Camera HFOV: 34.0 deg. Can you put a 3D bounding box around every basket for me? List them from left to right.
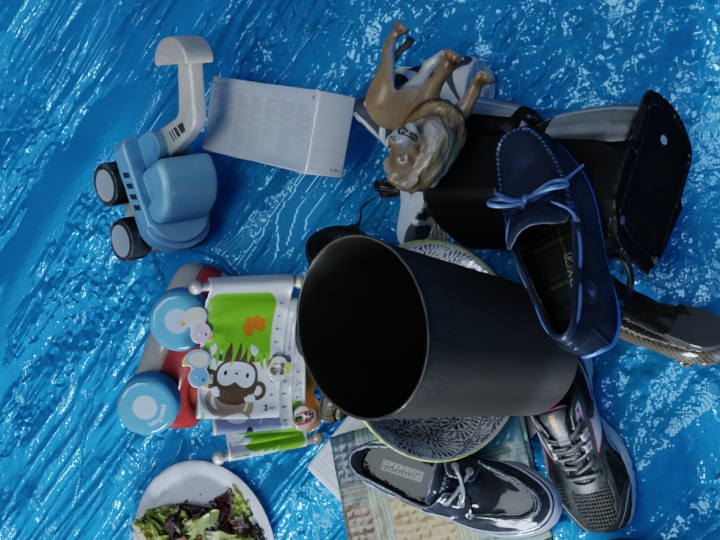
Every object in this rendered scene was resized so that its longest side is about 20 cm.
[{"bbox_3d":[0.074,0.057,0.985,0.180,0.200,0.136,40,113,48],"label":"basket"}]

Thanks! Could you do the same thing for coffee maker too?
[{"bbox_3d":[0.159,-0.067,1.028,0.200,0.192,0.135,5,134,40],"label":"coffee maker"}]

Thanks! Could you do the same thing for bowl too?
[{"bbox_3d":[0.047,0.078,1.100,0.094,0.201,0.201,-16,82,59],"label":"bowl"}]

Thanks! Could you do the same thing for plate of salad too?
[{"bbox_3d":[-0.182,0.312,1.312,0.200,0.048,0.200,0,90,30],"label":"plate of salad"}]

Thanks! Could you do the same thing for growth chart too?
[{"bbox_3d":[-0.106,0.096,1.163,0.018,0.145,0.200,19,117,55],"label":"growth chart"}]

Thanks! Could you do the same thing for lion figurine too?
[{"bbox_3d":[0.047,-0.145,1.060,0.123,0.072,0.200,-57,23,10],"label":"lion figurine"}]

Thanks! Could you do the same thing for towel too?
[{"bbox_3d":[0.075,0.207,1.132,0.200,0.022,0.147,-16,72,18],"label":"towel"}]

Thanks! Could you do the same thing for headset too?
[{"bbox_3d":[0.000,0.000,1.167,0.094,0.124,0.200,16,74,18],"label":"headset"}]

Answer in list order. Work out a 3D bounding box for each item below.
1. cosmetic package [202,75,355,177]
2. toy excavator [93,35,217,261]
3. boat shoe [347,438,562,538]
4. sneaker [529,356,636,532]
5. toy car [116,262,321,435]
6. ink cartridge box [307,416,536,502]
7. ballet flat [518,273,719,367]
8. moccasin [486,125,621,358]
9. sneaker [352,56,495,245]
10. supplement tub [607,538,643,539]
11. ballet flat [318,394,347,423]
[{"bbox_3d":[-0.087,-0.150,1.209,0.200,0.051,0.083,19,103,51],"label":"cosmetic package"},{"bbox_3d":[-0.196,-0.126,1.247,0.200,0.100,0.195,-26,80,47],"label":"toy excavator"},{"bbox_3d":[0.083,0.196,1.082,0.200,0.068,0.072,15,84,24],"label":"boat shoe"},{"bbox_3d":[0.185,0.144,1.069,0.080,0.086,0.200,-24,79,21],"label":"sneaker"},{"bbox_3d":[-0.127,0.102,1.235,0.200,0.184,0.177,22,99,-4],"label":"toy car"},{"bbox_3d":[0.068,0.176,1.177,0.161,0.050,0.200,40,91,23],"label":"ink cartridge box"},{"bbox_3d":[0.231,0.037,1.059,0.200,0.067,0.046,23,144,25],"label":"ballet flat"},{"bbox_3d":[0.150,-0.032,0.916,0.080,0.068,0.200,-35,60,29],"label":"moccasin"},{"bbox_3d":[0.043,-0.116,1.145,0.130,0.079,0.199,9,83,37],"label":"sneaker"},{"bbox_3d":[0.236,0.343,1.037,0.107,0.107,0.200,8,95,30],"label":"supplement tub"},{"bbox_3d":[0.019,0.074,1.186,0.046,0.067,0.200,32,101,17],"label":"ballet flat"}]
